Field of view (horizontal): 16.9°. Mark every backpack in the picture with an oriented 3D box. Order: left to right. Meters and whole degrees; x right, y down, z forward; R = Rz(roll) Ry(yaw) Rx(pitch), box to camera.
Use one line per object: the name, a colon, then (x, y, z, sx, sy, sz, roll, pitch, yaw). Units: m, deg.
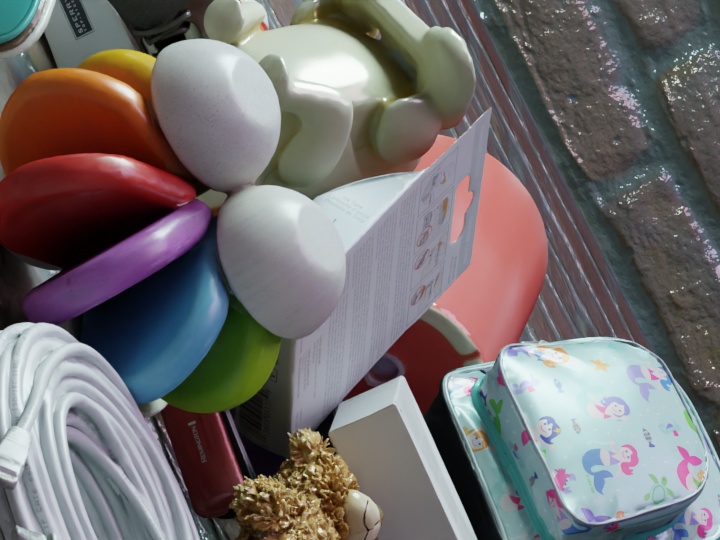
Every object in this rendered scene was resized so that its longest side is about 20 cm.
backpack: (0.148, 0.134, 1.614, 0.199, 0.151, 0.178, -1, 56, -36)

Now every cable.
cable: (-0.136, 0.123, 1.134, 0.200, 0.069, 0.200, 59, 13, -29)

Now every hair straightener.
hair straightener: (-0.110, 0.057, 1.459, 0.201, 0.041, 0.077, 64, 8, 15)

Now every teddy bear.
teddy bear: (-0.037, 0.174, 1.369, 0.200, 0.067, 0.146, -29, 102, -63)

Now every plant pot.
plant pot: (0.032, 0.028, 1.768, 0.201, 0.200, 0.178, 59, 25, -24)

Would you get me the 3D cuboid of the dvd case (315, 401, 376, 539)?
dvd case: (0.021, 0.191, 1.551, 0.150, 0.025, 0.201, 56, 14, -47)

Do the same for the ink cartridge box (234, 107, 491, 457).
ink cartridge box: (0.000, 0.000, 1.496, 0.057, 0.200, 0.163, 28, -34, 17)

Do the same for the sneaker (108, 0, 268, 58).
sneaker: (-0.105, -0.146, 1.518, 0.200, 0.077, 0.082, 29, 57, -66)

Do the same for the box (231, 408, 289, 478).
box: (-0.055, 0.084, 1.605, 0.201, 0.039, 0.137, 67, 13, 10)

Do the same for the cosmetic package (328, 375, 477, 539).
cosmetic package: (0.043, 0.171, 1.491, 0.083, 0.050, 0.201, -72, 138, -81)

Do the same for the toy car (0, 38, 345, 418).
toy car: (-0.120, -0.016, 1.251, 0.150, 0.175, 0.201, -18, 84, -62)

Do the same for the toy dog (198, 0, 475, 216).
toy dog: (-0.058, -0.089, 1.485, 0.140, 0.199, 0.194, 53, -26, 22)

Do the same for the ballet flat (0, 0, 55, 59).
ballet flat: (-0.216, -0.193, 1.440, 0.069, 0.069, 0.201, 46, 22, -56)

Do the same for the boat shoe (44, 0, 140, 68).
boat shoe: (-0.176, -0.189, 1.556, 0.201, 0.071, 0.068, 67, 14, -1)
